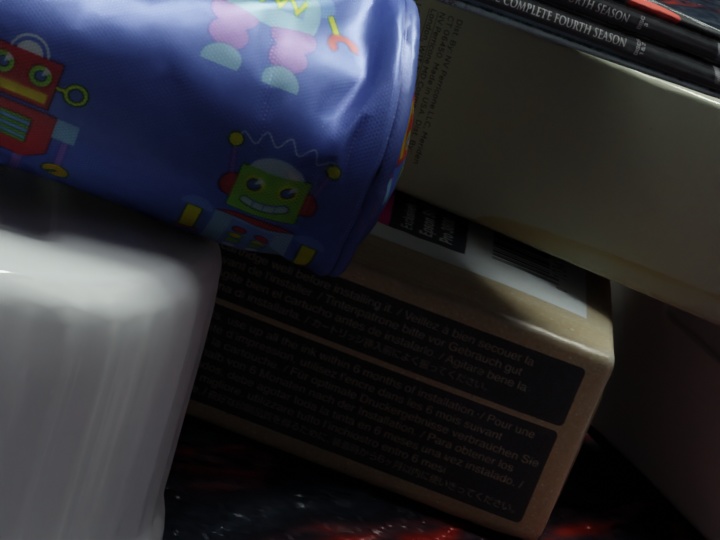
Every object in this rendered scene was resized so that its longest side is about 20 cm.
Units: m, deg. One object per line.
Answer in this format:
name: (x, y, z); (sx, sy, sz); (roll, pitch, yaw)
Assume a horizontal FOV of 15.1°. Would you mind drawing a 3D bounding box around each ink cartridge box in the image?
ink cartridge box: (0.000, 0.000, 0.941); (0.164, 0.075, 0.200); (21, 18, -4)
ink cartridge box: (0.194, 0.051, 0.994); (0.199, 0.086, 0.146); (9, 21, -29)

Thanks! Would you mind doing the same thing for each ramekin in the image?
ramekin: (-0.134, 0.007, 0.727); (0.200, 0.098, 0.201); (19, 17, -6)

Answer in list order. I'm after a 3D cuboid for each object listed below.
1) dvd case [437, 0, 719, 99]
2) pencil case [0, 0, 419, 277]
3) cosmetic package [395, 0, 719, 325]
dvd case: (0.004, -0.102, 0.796); (0.200, 0.022, 0.146); (15, 12, -43)
pencil case: (-0.081, -0.066, 0.708); (0.199, 0.078, 0.087); (20, 40, -7)
cosmetic package: (0.102, -0.039, 0.910); (0.200, 0.071, 0.105); (24, 19, 20)
